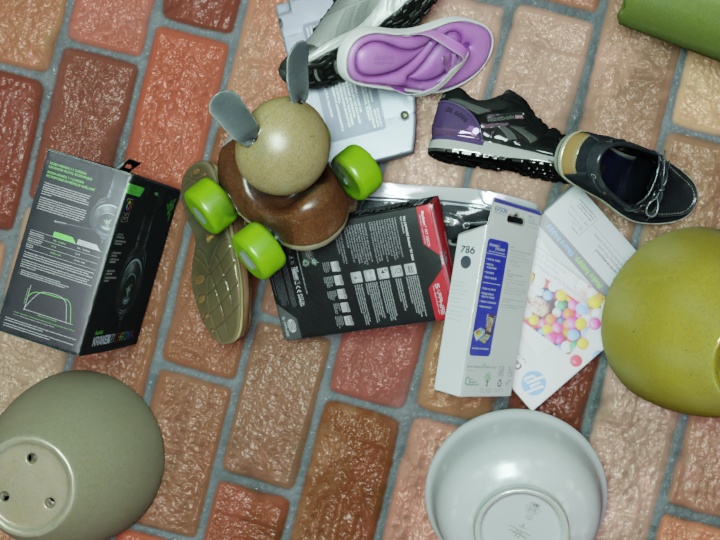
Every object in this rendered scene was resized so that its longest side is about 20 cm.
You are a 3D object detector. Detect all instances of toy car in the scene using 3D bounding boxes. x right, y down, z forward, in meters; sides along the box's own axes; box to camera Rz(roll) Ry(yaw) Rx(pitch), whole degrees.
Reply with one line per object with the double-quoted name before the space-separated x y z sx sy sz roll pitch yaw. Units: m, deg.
"toy car" -0.085 -0.122 0.828 0.164 0.200 0.158 -40 62 -18

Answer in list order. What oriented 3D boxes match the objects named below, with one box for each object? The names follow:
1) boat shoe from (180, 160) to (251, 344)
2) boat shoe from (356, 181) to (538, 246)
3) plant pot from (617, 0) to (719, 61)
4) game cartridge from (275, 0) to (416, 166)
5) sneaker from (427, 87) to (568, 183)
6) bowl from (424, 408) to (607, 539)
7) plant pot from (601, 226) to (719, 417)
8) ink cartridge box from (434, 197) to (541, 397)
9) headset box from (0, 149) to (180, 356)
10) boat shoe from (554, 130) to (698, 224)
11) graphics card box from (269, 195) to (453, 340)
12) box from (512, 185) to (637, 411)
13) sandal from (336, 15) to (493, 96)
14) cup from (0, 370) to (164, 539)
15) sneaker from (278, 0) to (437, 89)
"boat shoe" -0.145 -0.021 0.958 0.072 0.067 0.202 -13 84 36
"boat shoe" 0.092 -0.056 0.945 0.198 0.072 0.068 6 89 7
"plant pot" 0.371 -0.295 0.884 0.189 0.200 0.202 16 91 17
"game cartridge" -0.009 -0.216 0.970 0.132 0.042 0.202 -13 89 0
"sneaker" 0.178 -0.152 0.940 0.198 0.076 0.088 11 85 4
"bowl" 0.167 0.256 0.914 0.199 0.090 0.203 1 102 5
"plant pot" 0.362 0.067 0.867 0.198 0.142 0.202 -1 102 -6
"ink cartridge box" 0.132 0.029 0.891 0.039 0.099 0.202 11 91 42
"headset box" -0.279 -0.024 0.920 0.092 0.174 0.201 16 90 4
"boat shoe" 0.289 -0.092 0.899 0.199 0.062 0.075 17 94 -32
"graphics card box" 0.000 0.000 0.926 0.199 0.051 0.126 -10 103 19
"box" 0.211 0.029 0.953 0.200 0.041 0.156 -41 88 4
"sandal" 0.067 -0.218 0.912 0.201 0.050 0.083 -14 126 -30
"cup" -0.331 0.217 0.939 0.199 0.143 0.202 0 90 4
"sneaker" -0.008 -0.268 0.924 0.200 0.074 0.079 -38 78 -3
